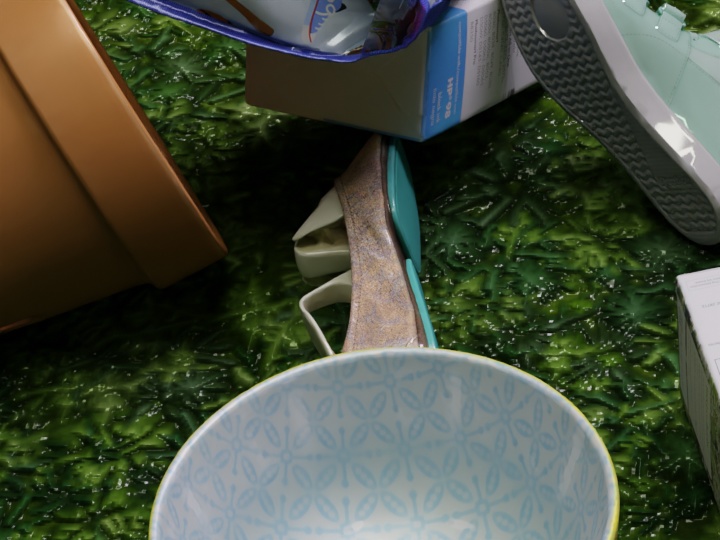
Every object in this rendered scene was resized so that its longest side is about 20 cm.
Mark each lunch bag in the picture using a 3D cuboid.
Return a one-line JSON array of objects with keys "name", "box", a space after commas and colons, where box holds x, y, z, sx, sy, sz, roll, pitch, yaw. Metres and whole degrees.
[{"name": "lunch bag", "box": [-0.041, -0.185, 1.304, 0.200, 0.124, 0.170, 25, 24, 4]}]

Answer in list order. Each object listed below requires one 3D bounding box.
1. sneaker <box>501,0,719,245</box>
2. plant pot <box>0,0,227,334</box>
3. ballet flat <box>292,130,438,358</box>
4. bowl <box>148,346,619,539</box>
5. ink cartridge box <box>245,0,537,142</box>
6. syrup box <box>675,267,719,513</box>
[{"name": "sneaker", "box": [0.164, -0.121, 1.371, 0.118, 0.074, 0.201, -35, 86, -27]}, {"name": "plant pot", "box": [-0.179, -0.057, 1.333, 0.140, 0.200, 0.200, -32, 43, -2]}, {"name": "ballet flat", "box": [0.000, 0.000, 1.319, 0.067, 0.068, 0.200, -14, 39, 5]}, {"name": "bowl", "box": [0.015, 0.139, 1.121, 0.200, 0.108, 0.200, -5, 40, 5]}, {"name": "ink cartridge box", "box": [0.038, -0.136, 1.435, 0.116, 0.067, 0.200, 14, 24, 29]}, {"name": "syrup box", "box": [0.203, 0.087, 1.169, 0.081, 0.079, 0.200, -11, 41, -2]}]
